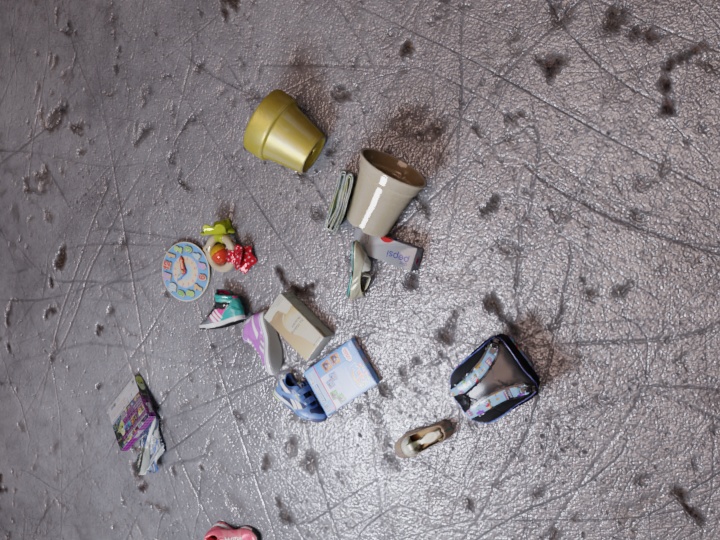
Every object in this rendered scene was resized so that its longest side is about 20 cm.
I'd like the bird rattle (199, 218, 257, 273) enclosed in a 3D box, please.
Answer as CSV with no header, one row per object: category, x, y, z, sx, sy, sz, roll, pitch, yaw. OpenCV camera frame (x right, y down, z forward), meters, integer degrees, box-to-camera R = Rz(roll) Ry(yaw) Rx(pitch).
bird rattle,-0.435,-0.065,1.837,0.163,0.113,0.201,-39,89,32

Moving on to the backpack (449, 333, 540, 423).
backpack,0.338,0.284,1.454,0.200,0.134,0.183,-43,76,20

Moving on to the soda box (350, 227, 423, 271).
soda box,0.074,-0.062,1.600,0.198,0.063,0.069,21,100,22

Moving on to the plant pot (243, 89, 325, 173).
plant pot,-0.211,-0.392,1.657,0.188,0.201,0.202,33,106,3

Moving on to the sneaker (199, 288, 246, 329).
sneaker,-0.459,0.123,1.845,0.198,0.083,0.123,-17,79,32

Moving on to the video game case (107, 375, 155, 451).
video game case,-0.824,0.511,2.029,0.200,0.036,0.182,-48,57,19

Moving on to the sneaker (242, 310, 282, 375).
sneaker,-0.316,0.239,1.794,0.113,0.072,0.204,-20,74,27

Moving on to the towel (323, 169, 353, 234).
towel,-0.058,-0.196,1.590,0.047,0.200,0.174,17,99,-5

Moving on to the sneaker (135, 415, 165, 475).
sneaker,-0.735,0.619,2.004,0.076,0.084,0.203,-12,66,48

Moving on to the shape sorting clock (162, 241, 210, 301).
shape sorting clock,-0.597,0.004,1.925,0.197,0.039,0.204,1,93,25

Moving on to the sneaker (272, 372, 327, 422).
sneaker,-0.180,0.391,1.733,0.198,0.074,0.083,30,102,19

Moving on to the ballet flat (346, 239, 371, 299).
ballet flat,0.000,0.000,1.602,0.069,0.069,0.202,26,133,21

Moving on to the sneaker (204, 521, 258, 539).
sneaker,-0.428,0.890,1.861,0.197,0.087,0.075,-3,92,25

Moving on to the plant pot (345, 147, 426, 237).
plant pot,0.053,-0.203,1.547,0.200,0.200,0.185,37,117,18

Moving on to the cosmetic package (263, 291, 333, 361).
cosmetic package,-0.189,0.169,1.727,0.200,0.071,0.106,41,107,18

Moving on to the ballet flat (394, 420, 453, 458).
ballet flat,0.166,0.475,1.580,0.199,0.067,0.069,-36,77,22

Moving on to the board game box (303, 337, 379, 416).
board game box,-0.059,0.320,1.693,0.199,0.036,0.153,-37,78,22
